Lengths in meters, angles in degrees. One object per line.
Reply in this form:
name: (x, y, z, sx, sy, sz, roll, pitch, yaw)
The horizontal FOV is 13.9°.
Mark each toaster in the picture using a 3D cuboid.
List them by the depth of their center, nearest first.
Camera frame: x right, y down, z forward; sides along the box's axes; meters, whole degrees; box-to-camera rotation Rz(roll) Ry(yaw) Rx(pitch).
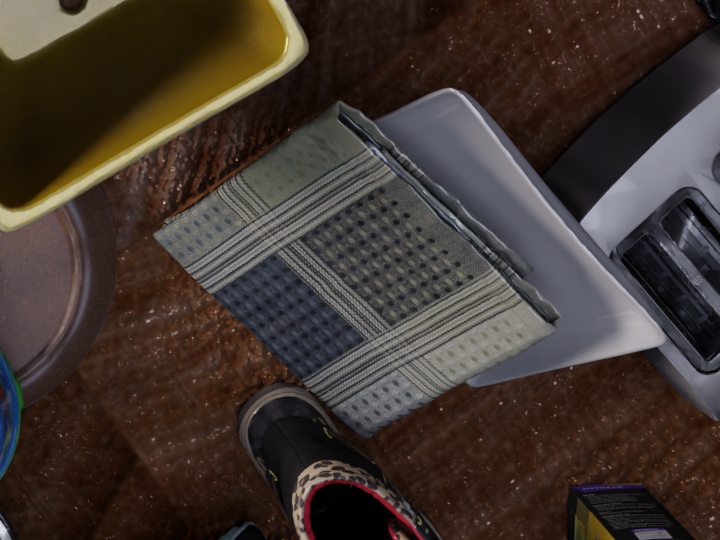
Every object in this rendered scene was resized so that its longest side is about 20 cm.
toaster: (0.217, -0.037, 1.773, 0.181, 0.119, 0.200, -42, 106, 0)

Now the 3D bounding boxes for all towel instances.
towel: (0.000, 0.000, 1.725, 0.193, 0.200, 0.035, 44, 48, -15)

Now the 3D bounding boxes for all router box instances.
router box: (0.169, 0.248, 1.808, 0.052, 0.157, 0.201, -2, 102, -10)

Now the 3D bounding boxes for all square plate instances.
square plate: (0.065, -0.020, 1.724, 0.198, 0.200, 0.028, 49, 59, -16)

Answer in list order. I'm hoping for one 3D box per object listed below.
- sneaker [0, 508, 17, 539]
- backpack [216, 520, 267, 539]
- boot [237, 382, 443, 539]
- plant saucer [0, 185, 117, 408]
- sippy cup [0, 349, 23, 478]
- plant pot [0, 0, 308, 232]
sneaker: (-0.282, 0.164, 1.755, 0.200, 0.076, 0.116, 30, 87, -24)
backpack: (-0.092, 0.267, 1.742, 0.150, 0.200, 0.178, -24, 108, 16)
boot: (0.009, 0.166, 1.760, 0.073, 0.151, 0.200, -36, 110, -2)
plant saucer: (-0.241, -0.001, 1.737, 0.199, 0.034, 0.201, -3, 104, -11)
sippy cup: (-0.254, 0.086, 1.658, 0.139, 0.130, 0.179, -15, 95, -10)
plant pot: (-0.170, -0.169, 1.625, 0.194, 0.200, 0.196, -30, 107, -3)
